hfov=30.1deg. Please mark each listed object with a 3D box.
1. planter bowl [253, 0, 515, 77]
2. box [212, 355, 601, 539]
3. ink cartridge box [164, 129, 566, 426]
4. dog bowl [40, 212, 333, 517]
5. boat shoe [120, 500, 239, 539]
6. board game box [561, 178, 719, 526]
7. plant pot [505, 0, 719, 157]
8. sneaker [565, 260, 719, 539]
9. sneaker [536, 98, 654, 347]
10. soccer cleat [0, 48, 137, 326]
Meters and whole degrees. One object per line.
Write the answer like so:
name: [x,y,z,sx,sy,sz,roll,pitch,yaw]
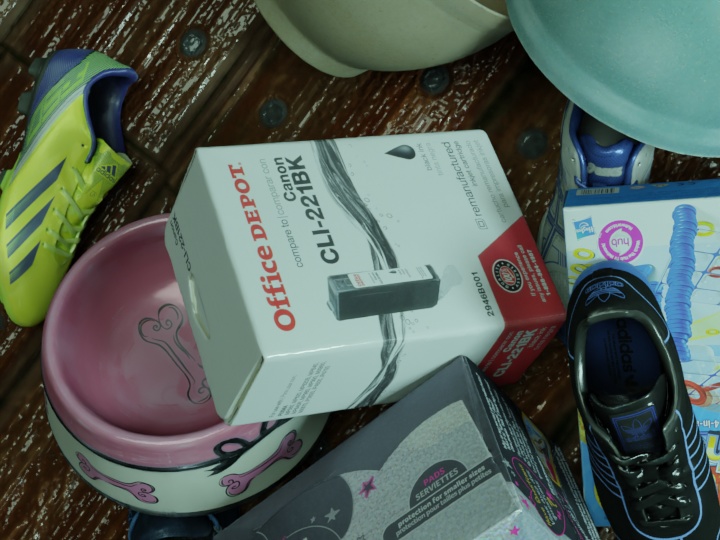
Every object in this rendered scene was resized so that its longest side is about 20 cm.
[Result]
planter bowl: [0.008,-0.209,0.859,0.134,0.200,0.201,-32,73,34]
box: [0.026,0.172,0.769,0.200,0.115,0.132,-38,34,15]
ink cartridge box: [0.000,0.000,0.798,0.199,0.084,0.145,-7,60,-25]
dog bowl: [-0.113,0.050,0.854,0.199,0.074,0.201,-2,60,4]
boat shoe: [-0.111,0.170,0.868,0.084,0.069,0.201,-21,76,9]
board game box: [0.223,0.047,0.778,0.199,0.056,0.197,-4,103,13]
plant pot: [0.200,-0.186,0.773,0.199,0.134,0.201,10,52,-13]
sneaker: [0.154,0.097,0.735,0.070,0.078,0.201,-16,100,16]
sneaker: [0.146,-0.047,0.836,0.075,0.088,0.201,2,82,12]
soccer cleat: [-0.205,-0.058,0.935,0.083,0.065,0.202,8,82,12]
